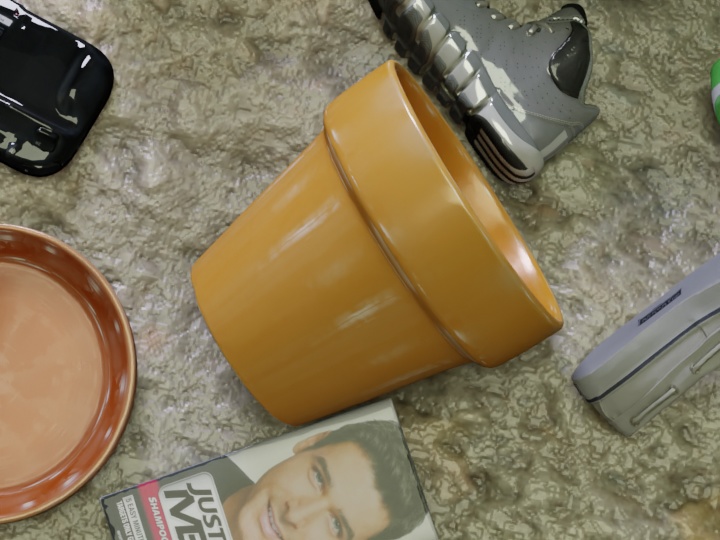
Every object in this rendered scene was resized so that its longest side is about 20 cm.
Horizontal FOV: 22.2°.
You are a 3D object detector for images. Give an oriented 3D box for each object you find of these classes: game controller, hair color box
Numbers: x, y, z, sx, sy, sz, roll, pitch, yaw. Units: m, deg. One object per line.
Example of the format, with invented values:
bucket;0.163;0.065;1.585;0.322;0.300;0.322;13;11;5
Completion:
game controller;-0.272;-0.146;1.268;0.199;0.042;0.105;28;66;4
hair color box;-0.058;0.163;1.195;0.199;0.061;0.099;-19;80;-4

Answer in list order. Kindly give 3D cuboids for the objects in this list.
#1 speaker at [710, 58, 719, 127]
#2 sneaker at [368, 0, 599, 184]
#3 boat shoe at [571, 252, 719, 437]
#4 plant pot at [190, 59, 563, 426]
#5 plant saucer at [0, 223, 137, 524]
speaker;0.300;-0.054;1.223;0.088;0.088;0.201;-17;80;-3
sneaker;0.091;-0.167;1.257;0.115;0.075;0.200;-35;90;-12
boat shoe;0.231;0.038;1.188;0.200;0.072;0.066;-39;96;18
plant pot;0.000;0.000;1.170;0.183;0.200;0.201;-33;81;9
plant saucer;-0.248;0.069;1.227;0.199;0.032;0.201;0;79;1
